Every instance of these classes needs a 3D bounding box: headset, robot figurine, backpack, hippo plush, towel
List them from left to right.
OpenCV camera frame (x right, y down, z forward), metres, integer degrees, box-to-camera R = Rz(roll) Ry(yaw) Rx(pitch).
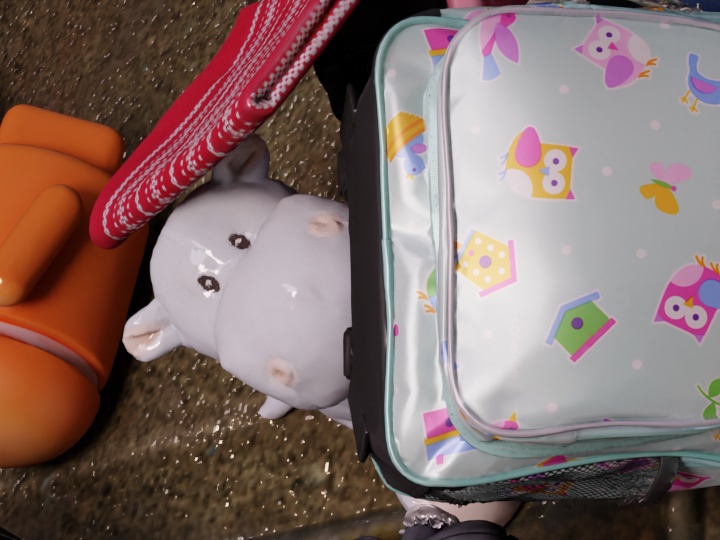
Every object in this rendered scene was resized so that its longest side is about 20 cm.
[{"bbox_3d":[-0.178,0.014,1.070,0.143,0.116,0.201,-11,56,41],"label":"robot figurine"},{"bbox_3d":[-0.041,-0.085,0.826,0.145,0.022,0.200,-56,11,-25],"label":"towel"},{"bbox_3d":[0.000,0.000,0.858,0.200,0.161,0.160,30,87,51],"label":"hippo plush"},{"bbox_3d":[0.031,-0.114,0.941,0.200,0.123,0.095,169,100,-70],"label":"headset"},{"bbox_3d":[0.101,-0.008,0.717,0.153,0.199,0.177,139,130,-75],"label":"backpack"}]

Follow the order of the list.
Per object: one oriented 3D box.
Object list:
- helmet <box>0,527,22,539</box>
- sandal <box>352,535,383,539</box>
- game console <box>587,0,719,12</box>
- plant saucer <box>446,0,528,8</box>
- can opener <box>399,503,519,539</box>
[{"bbox_3d":[-0.208,0.195,0.917,0.199,0.191,0.201,-3,61,5],"label":"helmet"},{"bbox_3d":[0.038,0.160,0.806,0.075,0.048,0.200,-55,26,2],"label":"sandal"},{"bbox_3d":[0.176,-0.111,0.725,0.176,0.200,0.031,-23,64,36],"label":"game console"},{"bbox_3d":[0.121,-0.146,0.802,0.200,0.200,0.051,-44,42,14],"label":"plant saucer"},{"bbox_3d":[-0.007,0.145,0.773,0.200,0.063,0.079,-29,37,40],"label":"can opener"}]
